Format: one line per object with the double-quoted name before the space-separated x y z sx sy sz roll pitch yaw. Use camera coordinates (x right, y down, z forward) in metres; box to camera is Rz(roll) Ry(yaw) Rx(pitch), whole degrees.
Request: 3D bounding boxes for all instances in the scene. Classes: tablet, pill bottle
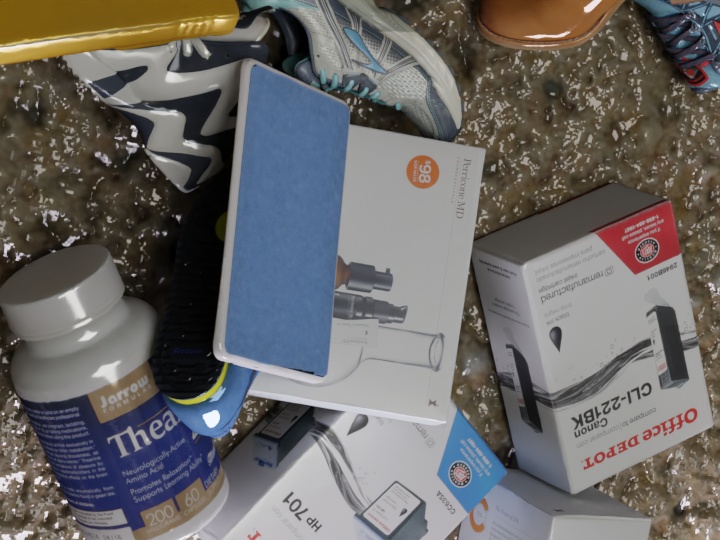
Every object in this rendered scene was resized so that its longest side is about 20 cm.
"tablet" -0.052 -0.031 1.410 0.130 0.014 0.201 19 73 -56
"pill bottle" -0.174 0.088 1.442 0.111 0.111 0.201 -29 114 -19

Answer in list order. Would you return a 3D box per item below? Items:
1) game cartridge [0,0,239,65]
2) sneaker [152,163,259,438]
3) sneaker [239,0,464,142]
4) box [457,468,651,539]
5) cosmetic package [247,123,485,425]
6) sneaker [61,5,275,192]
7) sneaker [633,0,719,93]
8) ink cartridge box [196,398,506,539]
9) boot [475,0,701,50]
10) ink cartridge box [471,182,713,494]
"game cartridge" -0.197 -0.216 1.343 0.199 0.032 0.177 -10 66 -26
"sneaker" -0.088 0.018 1.433 0.079 0.066 0.201 57 42 -55
"sneaker" -0.011 -0.153 1.490 0.200 0.078 0.086 46 74 -19
"box" 0.138 0.270 1.646 0.097 0.124 0.201 6 100 -29
"cosmetic package" 0.000 0.000 1.492 0.150 0.052 0.201 9 82 -9
"sneaker" -0.126 -0.158 1.408 0.129 0.080 0.199 -38 119 2
"sneaker" 0.273 -0.186 1.631 0.199 0.079 0.096 14 98 -30
"ink cartridge box" -0.012 0.164 1.563 0.200 0.086 0.147 -46 119 -13
"boot" 0.166 -0.236 1.496 0.199 0.077 0.155 -8 149 14
"ink cartridge box" 0.183 0.053 1.639 0.144 0.084 0.201 -23 113 -22
